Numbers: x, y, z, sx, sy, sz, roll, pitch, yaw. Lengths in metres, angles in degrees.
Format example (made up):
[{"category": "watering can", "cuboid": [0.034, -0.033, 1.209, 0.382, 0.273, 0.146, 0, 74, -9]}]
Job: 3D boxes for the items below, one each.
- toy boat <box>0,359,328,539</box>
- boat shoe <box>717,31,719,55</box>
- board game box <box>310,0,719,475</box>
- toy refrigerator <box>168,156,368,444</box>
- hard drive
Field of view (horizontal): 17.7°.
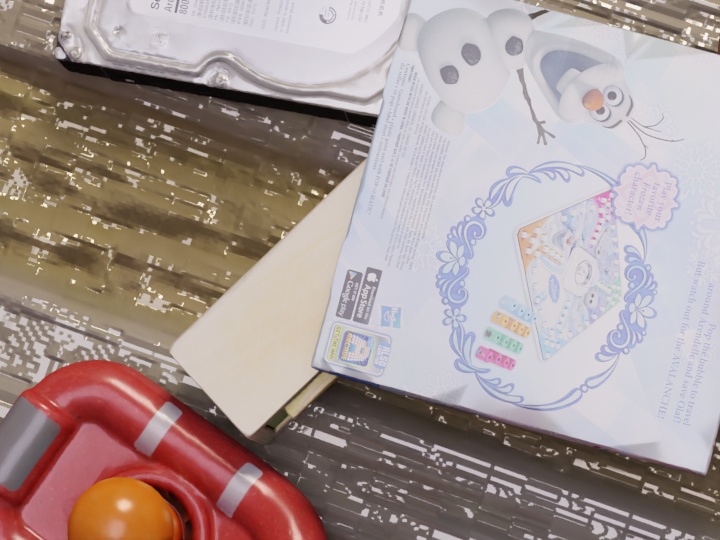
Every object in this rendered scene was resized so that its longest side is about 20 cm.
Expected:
[{"category": "toy boat", "cuboid": [-0.110, 0.133, 1.158, 0.200, 0.131, 0.131, 34, 87, 9]}, {"category": "boat shoe", "cuboid": [0.199, -0.059, 1.189, 0.070, 0.070, 0.201, 12, 83, 14]}, {"category": "board game box", "cuboid": [0.097, -0.022, 1.132, 0.198, 0.043, 0.201, 15, 87, 4]}, {"category": "toy refrigerator", "cuboid": [0.000, 0.000, 1.194, 0.200, 0.076, 0.070, -43, 82, -2]}, {"category": "hard drive", "cuboid": [-0.053, -0.159, 1.238, 0.199, 0.038, 0.140, 11, 84, 7]}]
